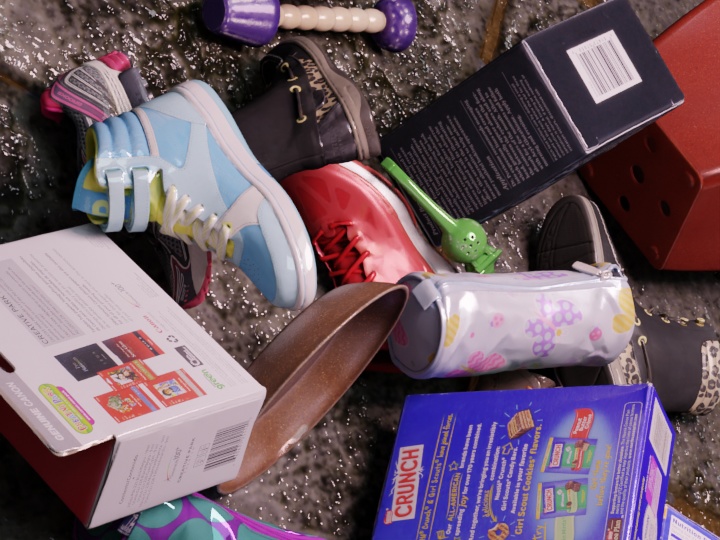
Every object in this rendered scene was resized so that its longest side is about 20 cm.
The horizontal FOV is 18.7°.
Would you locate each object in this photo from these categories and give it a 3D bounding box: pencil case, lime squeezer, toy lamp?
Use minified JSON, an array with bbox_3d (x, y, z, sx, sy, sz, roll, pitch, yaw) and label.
[{"bbox_3d":[-0.097,0.198,1.526,0.200,0.092,0.085,28,9,-27],"label":"pencil case"},{"bbox_3d":[0.118,0.038,1.705,0.200,0.091,0.083,-4,61,-31],"label":"pencil case"},{"bbox_3d":[0.081,-0.018,1.762,0.038,0.071,0.200,-59,141,-11],"label":"lime squeezer"},{"bbox_3d":[-0.044,-0.211,1.816,0.200,0.058,0.058,-2,69,-43],"label":"toy lamp"}]

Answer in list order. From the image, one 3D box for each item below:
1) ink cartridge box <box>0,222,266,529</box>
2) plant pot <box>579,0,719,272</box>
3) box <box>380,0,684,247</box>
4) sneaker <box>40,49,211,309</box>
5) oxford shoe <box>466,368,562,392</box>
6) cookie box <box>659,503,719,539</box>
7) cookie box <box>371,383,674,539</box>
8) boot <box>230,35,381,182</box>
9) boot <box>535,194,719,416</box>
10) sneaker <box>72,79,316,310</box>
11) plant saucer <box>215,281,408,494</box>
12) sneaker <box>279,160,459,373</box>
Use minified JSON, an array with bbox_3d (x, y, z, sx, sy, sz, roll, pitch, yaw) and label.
[{"bbox_3d":[-0.197,0.070,1.457,0.175,0.084,0.200,-15,46,-43],"label":"ink cartridge box"},{"bbox_3d":[0.313,-0.113,1.947,0.176,0.200,0.200,-21,61,-26],"label":"plant pot"},{"bbox_3d":[0.139,-0.123,1.817,0.148,0.200,0.107,-28,87,-44],"label":"box"},{"bbox_3d":[-0.169,-0.060,1.625,0.075,0.081,0.200,-25,83,-16],"label":"sneaker"},{"bbox_3d":[0.121,0.116,1.761,0.071,0.073,0.200,24,54,-29],"label":"oxford shoe"},{"bbox_3d":[0.182,0.296,1.649,0.075,0.171,0.200,35,48,-26],"label":"cookie box"},{"bbox_3d":[0.120,0.174,1.629,0.075,0.200,0.171,61,34,-45],"label":"cookie box"},{"bbox_3d":[-0.083,-0.112,1.696,0.150,0.200,0.073,-23,121,-12],"label":"boot"},{"bbox_3d":[0.236,0.038,1.902,0.154,0.073,0.204,2,72,-41],"label":"boot"},{"bbox_3d":[-0.125,-0.036,1.526,0.130,0.080,0.200,-20,59,-28],"label":"sneaker"},{"bbox_3d":[-0.045,0.076,1.571,0.037,0.200,0.200,41,44,12],"label":"plant saucer"},{"bbox_3d":[0.000,0.000,1.723,0.200,0.078,0.116,42,46,-13],"label":"sneaker"}]
